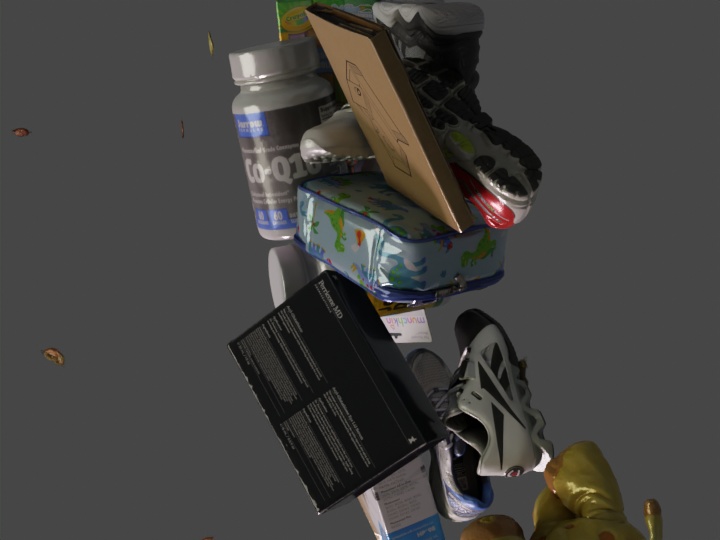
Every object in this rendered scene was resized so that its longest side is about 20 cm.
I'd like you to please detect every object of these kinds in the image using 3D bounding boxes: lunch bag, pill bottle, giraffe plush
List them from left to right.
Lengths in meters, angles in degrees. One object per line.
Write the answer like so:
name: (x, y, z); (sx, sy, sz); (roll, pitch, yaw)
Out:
pill bottle: (-0.076, -0.144, 1.208); (0.114, 0.113, 0.202); (-145, 42, -69)
pill bottle: (0.000, 0.000, 1.268); (0.113, 0.198, 0.114); (171, 90, -75)
lunch bag: (0.042, -0.038, 1.114); (0.199, 0.160, 0.083); (28, 121, 45)
giraffe plush: (0.151, 0.253, 0.929); (0.200, 0.160, 0.175); (-151, 53, -72)

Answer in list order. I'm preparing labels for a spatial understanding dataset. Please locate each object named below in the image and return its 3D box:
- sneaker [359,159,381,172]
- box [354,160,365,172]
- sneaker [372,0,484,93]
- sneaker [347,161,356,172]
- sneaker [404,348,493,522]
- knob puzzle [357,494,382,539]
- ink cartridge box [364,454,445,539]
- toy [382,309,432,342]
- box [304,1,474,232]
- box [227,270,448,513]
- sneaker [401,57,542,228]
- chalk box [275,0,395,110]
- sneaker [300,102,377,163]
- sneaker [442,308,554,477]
sneaker: (0.034, -0.062, 1.407); (0.084, 0.073, 0.202); (29, 126, 26)
box: (-0.021, -0.148, 1.502); (0.201, 0.078, 0.142); (95, 157, -43)
sneaker: (0.064, -0.217, 1.139); (0.200, 0.075, 0.115); (-142, 47, -65)
sneaker: (-0.074, -0.121, 1.355); (0.200, 0.077, 0.113); (44, 126, 55)
sneaker: (0.106, 0.180, 1.253); (0.202, 0.076, 0.085); (70, 158, 6)
knob puzzle: (0.038, 0.337, 1.586); (0.220, 0.030, 0.222); (-21, -90, -85)
ink cartridge box: (0.029, 0.212, 1.276); (0.116, 0.066, 0.202); (-132, 24, -70)
toy: (0.008, 0.003, 1.375); (0.114, 0.047, 0.202); (-3, 108, 45)
box: (0.024, -0.142, 1.014); (0.201, 0.021, 0.163); (61, 170, -29)
box: (-0.024, 0.122, 1.147); (0.201, 0.141, 0.079); (59, -159, 14)
sneaker: (0.082, -0.115, 1.039); (0.200, 0.077, 0.085); (51, 150, 22)
chalk box: (-0.026, -0.269, 1.285); (0.125, 0.122, 0.202); (-65, -29, -71)
sneaker: (0.012, -0.156, 1.160); (0.076, 0.199, 0.082); (6, 105, 43)
sneaker: (0.118, 0.120, 1.126); (0.075, 0.087, 0.201); (94, 162, -44)
